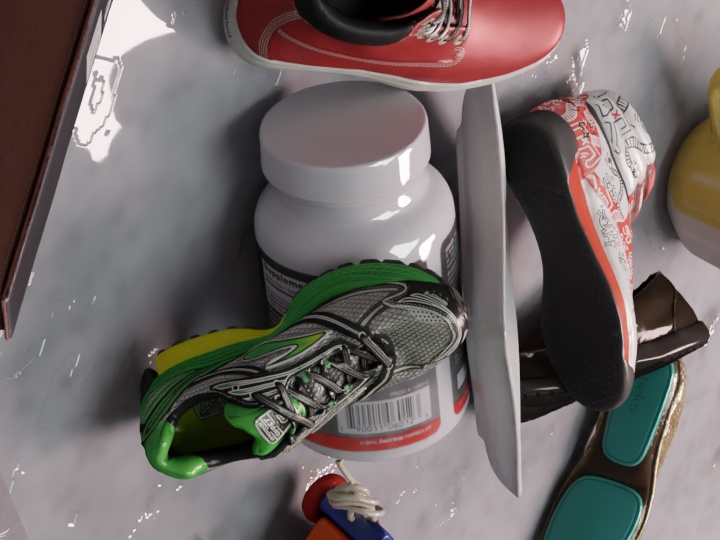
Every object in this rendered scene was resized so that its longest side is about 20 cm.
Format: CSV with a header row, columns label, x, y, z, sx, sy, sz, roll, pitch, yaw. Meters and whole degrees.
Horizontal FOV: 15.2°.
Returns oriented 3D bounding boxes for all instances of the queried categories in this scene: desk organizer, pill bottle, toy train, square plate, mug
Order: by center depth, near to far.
label,x,y,z,sx,sy,sz,roll,pitch,yaw
desk organizer,-0.178,-0.078,1.296,0.072,0.077,0.200,110,-5,-73
pill bottle,0.000,0.000,1.544,0.116,0.116,0.200,-36,134,-37
square plate,0.078,0.006,1.624,0.198,0.028,0.200,79,8,-57
toy train,-0.027,0.187,1.629,0.116,0.085,0.200,-47,152,-7
mug,0.302,-0.064,1.883,0.149,0.153,0.187,-20,123,-47

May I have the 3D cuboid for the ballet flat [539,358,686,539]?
label,x,y,z,sx,sy,sz,roll,pitch,yaw
ballet flat,0.186,0.147,1.922,0.200,0.070,0.065,-65,160,2

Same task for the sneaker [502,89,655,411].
label,x,y,z,sx,sy,sz,roll,pitch,yaw
sneaker,0.160,-0.018,1.750,0.108,0.067,0.202,-27,104,-47

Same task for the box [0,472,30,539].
label,x,y,z,sx,sy,sz,roll,pitch,yaw
box,-0.231,0.203,1.401,0.158,0.048,0.200,-44,139,-29

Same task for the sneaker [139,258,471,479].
label,x,y,z,sx,sy,sz,roll,pitch,yaw
sneaker,-0.029,0.063,1.466,0.078,0.200,0.085,56,18,-28

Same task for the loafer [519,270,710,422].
label,x,y,z,sx,sy,sz,roll,pitch,yaw
loafer,0.147,0.049,1.823,0.200,0.073,0.071,-16,78,-41

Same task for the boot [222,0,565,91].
label,x,y,z,sx,sy,sz,roll,pitch,yaw
boot,0.044,-0.139,1.444,0.200,0.144,0.072,-2,88,-26
